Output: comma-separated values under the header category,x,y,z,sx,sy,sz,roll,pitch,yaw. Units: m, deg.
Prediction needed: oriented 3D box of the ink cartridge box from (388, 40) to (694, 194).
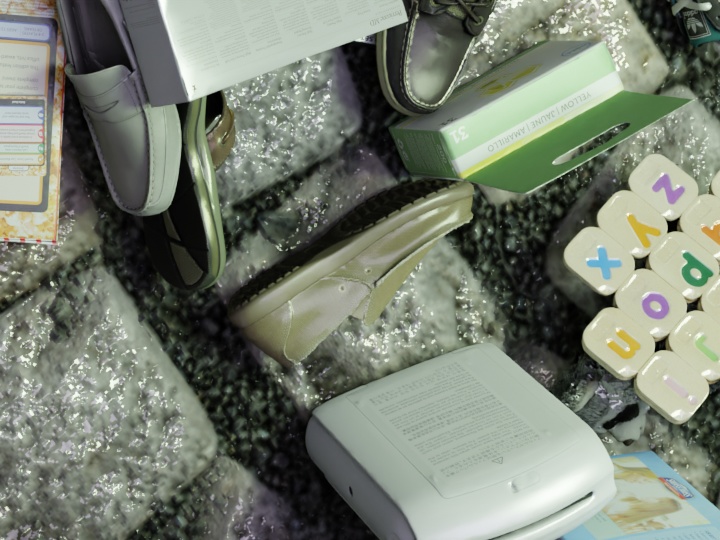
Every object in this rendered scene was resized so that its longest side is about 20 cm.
category,x,y,z,sx,sy,sz,roll,pitch,yaw
ink cartridge box,0.122,-0.110,1.579,0.145,0.200,0.048,-29,104,-16

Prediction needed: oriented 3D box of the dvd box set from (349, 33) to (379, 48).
category,x,y,z,sx,sy,sz,roll,pitch,yaw
dvd box set,0.001,-0.262,1.613,0.145,0.029,0.201,8,91,-21

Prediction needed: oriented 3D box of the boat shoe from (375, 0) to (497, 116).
category,x,y,z,sx,sy,sz,roll,pitch,yaw
boat shoe,0.066,-0.206,1.591,0.073,0.065,0.201,14,89,-30

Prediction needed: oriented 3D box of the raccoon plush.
category,x,y,z,sx,sy,sz,roll,pitch,yaw
raccoon plush,0.195,0.030,1.700,0.133,0.097,0.201,-10,68,-6

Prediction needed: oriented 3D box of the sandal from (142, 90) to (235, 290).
category,x,y,z,sx,sy,sz,roll,pitch,yaw
sandal,-0.119,-0.088,1.570,0.057,0.079,0.202,-12,102,-46

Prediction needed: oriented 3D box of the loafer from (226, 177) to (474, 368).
category,x,y,z,sx,sy,sz,roll,pitch,yaw
loafer,0.000,0.000,1.615,0.199,0.076,0.068,-30,106,-7

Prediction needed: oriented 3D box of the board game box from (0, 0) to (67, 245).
category,x,y,z,sx,sy,sz,roll,pitch,yaw
board game box,-0.275,-0.121,1.515,0.151,0.046,0.201,3,93,-20

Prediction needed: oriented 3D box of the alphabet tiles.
category,x,y,z,sx,sy,sz,roll,pitch,yaw
alphabet tiles,0.253,0.013,1.647,0.195,0.015,0.200,38,69,11

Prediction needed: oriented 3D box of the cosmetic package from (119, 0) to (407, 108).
category,x,y,z,sx,sy,sz,roll,pitch,yaw
cosmetic package,-0.064,-0.177,1.520,0.199,0.051,0.083,-24,100,-38

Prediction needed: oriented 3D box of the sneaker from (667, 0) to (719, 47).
category,x,y,z,sx,sy,sz,roll,pitch,yaw
sneaker,0.259,-0.216,1.690,0.200,0.071,0.080,35,78,-20

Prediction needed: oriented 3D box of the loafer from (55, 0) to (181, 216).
category,x,y,z,sx,sy,sz,roll,pitch,yaw
loafer,-0.169,-0.131,1.510,0.070,0.070,0.201,-27,110,-51

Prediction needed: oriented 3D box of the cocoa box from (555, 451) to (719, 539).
category,x,y,z,sx,sy,sz,roll,pitch,yaw
cocoa box,0.190,0.230,1.612,0.133,0.200,0.132,-6,110,-18

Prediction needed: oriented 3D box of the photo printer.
category,x,y,z,sx,sy,sz,roll,pitch,yaw
photo printer,0.073,0.135,1.581,0.166,0.200,0.070,-21,119,-18
